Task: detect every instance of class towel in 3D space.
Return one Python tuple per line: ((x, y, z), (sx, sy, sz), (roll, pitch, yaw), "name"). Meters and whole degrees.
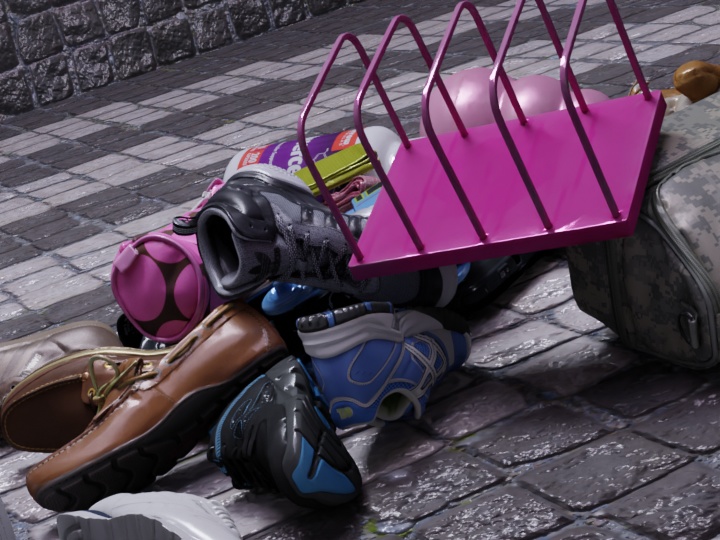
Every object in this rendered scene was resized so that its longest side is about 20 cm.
((-0.080, -0.066, 1.545), (0.199, 0.018, 0.086), (-25, 18, -5), "towel")
((0.077, -0.063, 1.491), (0.198, 0.023, 0.144), (-1, -5, -16), "towel")

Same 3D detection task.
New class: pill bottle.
((-0.023, -0.072, 1.657), (0.198, 0.113, 0.112), (-9, 16, 25), "pill bottle")

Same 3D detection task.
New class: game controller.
((0.094, 0.000, 1.449), (0.104, 0.042, 0.200), (-23, 8, 35), "game controller")

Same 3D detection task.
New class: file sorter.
((0.076, -0.098, 1.148), (0.198, 0.126, 0.140), (-9, 37, 28), "file sorter")

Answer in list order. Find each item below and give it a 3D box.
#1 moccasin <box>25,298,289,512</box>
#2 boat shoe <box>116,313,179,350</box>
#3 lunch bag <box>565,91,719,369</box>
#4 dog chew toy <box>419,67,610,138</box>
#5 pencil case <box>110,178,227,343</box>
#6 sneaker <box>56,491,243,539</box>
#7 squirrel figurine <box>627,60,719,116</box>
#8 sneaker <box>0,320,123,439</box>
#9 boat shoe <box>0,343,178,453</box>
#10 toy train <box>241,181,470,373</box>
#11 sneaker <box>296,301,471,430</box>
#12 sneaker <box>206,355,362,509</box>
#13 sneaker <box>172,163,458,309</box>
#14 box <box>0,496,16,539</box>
((-0.144, 0.089, 1.199), (0.201, 0.074, 0.078), (-39, 66, -15), "moccasin")
((-0.165, 0.048, 1.440), (0.065, 0.075, 0.200), (-4, 22, -11), "boat shoe")
((0.258, -0.023, 1.180), (0.199, 0.140, 0.168), (-23, 35, -20), "lunch bag")
((0.160, -0.134, 1.703), (0.198, 0.126, 0.124), (2, 21, 26), "dog chew toy")
((-0.122, -0.013, 1.386), (0.091, 0.094, 0.200), (-39, 0, 24), "pencil case")
((-0.097, 0.158, 0.993), (0.080, 0.077, 0.199), (-14, 13, -34), "sneaker")
((0.325, -0.132, 1.555), (0.186, 0.143, 0.199), (-16, -3, 42), "squirrel figurine")
((-0.279, 0.099, 1.384), (0.199, 0.071, 0.076), (-24, 31, -7), "sneaker")
((-0.172, 0.095, 1.281), (0.198, 0.073, 0.068), (-10, 13, 8), "boat shoe")
((0.000, 0.000, 1.361), (0.199, 0.087, 0.114), (-33, 22, 3), "toy train")
((0.019, 0.066, 1.190), (0.075, 0.078, 0.200), (-15, -8, 28), "sneaker")
((-0.052, 0.118, 1.120), (0.082, 0.074, 0.200), (-32, 10, -1), "sneaker")
((-0.037, -0.008, 1.237), (0.199, 0.076, 0.114), (23, 30, 25), "sneaker")
((-0.243, 0.184, 0.928), (0.097, 0.125, 0.200), (-15, 14, 1), "box")
